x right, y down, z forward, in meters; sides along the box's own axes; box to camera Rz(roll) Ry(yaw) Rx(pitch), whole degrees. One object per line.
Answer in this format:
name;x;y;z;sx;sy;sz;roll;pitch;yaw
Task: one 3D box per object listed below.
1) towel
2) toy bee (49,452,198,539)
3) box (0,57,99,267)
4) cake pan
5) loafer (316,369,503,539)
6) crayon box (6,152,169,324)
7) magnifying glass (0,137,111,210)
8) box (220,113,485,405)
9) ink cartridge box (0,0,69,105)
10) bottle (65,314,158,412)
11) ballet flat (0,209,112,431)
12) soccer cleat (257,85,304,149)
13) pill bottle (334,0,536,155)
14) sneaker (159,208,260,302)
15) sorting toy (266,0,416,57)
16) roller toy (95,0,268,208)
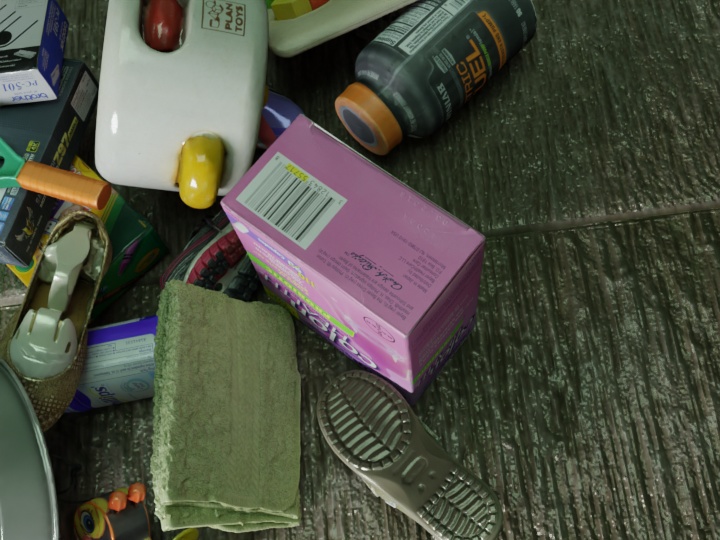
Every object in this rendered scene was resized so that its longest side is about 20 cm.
towel;-0.110;0.113;0.718;0.036;0.148;0.201;-22;62;38
toy bee;-0.196;0.220;0.678;0.200;0.109;0.131;44;38;-2
box;-0.351;-0.111;0.806;0.157;0.051;0.201;10;66;13
cake pan;-0.287;0.164;0.658;0.037;0.200;0.201;-8;60;-42
loafer;0.037;0.162;0.716;0.076;0.068;0.200;-39;54;-12
crayon box;-0.296;-0.049;0.833;0.200;0.058;0.119;40;76;20
magnifying glass;-0.309;-0.089;0.751;0.199;0.022;0.080;17;68;11
box;0.000;0.000;0.710;0.176;0.200;0.097;36;76;17
ink cartridge box;-0.376;-0.194;0.797;0.199;0.044;0.094;-5;62;6
bottle;-0.241;0.088;0.760;0.199;0.084;0.065;-11;68;0
ballet flat;-0.250;0.032;0.704;0.070;0.065;0.200;10;56;-12
soccer cleat;-0.140;-0.186;0.865;0.200;0.077;0.067;34;75;17
pill bottle;0.068;-0.201;0.836;0.106;0.106;0.200;41;78;19
sneaker;-0.109;-0.043;0.808;0.075;0.081;0.200;18;60;44
sorting toy;-0.028;-0.286;0.868;0.185;0.037;0.200;-25;33;-5
roller toy;-0.147;-0.158;0.741;0.139;0.200;0.183;5;106;-15
